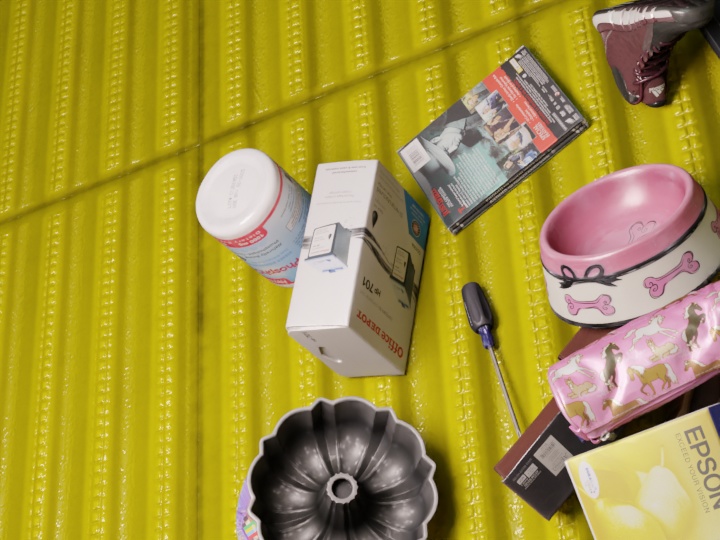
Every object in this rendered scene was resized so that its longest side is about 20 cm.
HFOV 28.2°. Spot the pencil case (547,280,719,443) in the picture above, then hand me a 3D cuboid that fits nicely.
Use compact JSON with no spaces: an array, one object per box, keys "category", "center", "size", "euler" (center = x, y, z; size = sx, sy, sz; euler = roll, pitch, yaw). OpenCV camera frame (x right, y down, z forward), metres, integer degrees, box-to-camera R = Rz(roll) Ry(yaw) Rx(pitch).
[{"category":"pencil case","center":[0.274,0.085,1.324],"size":[0.199,0.083,0.087],"euler":[-29,93,7]}]

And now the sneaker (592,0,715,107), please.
[{"category":"sneaker","center":[0.325,-0.232,1.533],"size":[0.075,0.117,0.200],"euler":[-17,12,-14]}]

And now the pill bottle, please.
[{"category":"pill bottle","center":[-0.094,-0.048,1.652],"size":[0.108,0.200,0.110],"euler":[-15,58,25]}]

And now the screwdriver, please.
[{"category":"screwdriver","center":[0.141,0.098,1.538],"size":[0.029,0.028,0.202],"euler":[-48,43,43]}]

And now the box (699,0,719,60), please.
[{"category":"box","center":[0.425,-0.296,1.533],"size":[0.140,0.079,0.201],"euler":[-31,53,12]}]

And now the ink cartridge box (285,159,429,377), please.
[{"category":"ink cartridge box","center":[0.000,0.000,1.602],"size":[0.085,0.146,0.202],"euler":[-4,64,28]}]

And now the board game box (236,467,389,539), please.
[{"category":"board game box","center":[-0.063,0.248,1.577],"size":[0.198,0.039,0.160],"euler":[4,68,33]}]

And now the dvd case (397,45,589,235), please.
[{"category":"dvd case","center":[0.151,-0.153,1.669],"size":[0.199,0.022,0.147],"euler":[-39,51,8]}]

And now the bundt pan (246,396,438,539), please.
[{"category":"bundt pan","center":[-0.019,0.239,1.496],"size":[0.199,0.076,0.204],"euler":[1,64,-1]}]

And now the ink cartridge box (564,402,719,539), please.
[{"category":"ink cartridge box","center":[0.312,0.231,1.297],"size":[0.198,0.047,0.200],"euler":[-25,79,22]}]

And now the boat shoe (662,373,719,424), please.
[{"category":"boat shoe","center":[0.336,0.122,1.380],"size":[0.070,0.070,0.202],"euler":[19,78,-1]}]

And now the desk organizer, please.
[{"category":"desk organizer","center":[0.213,0.139,1.425],"size":[0.201,0.072,0.077],"euler":[-50,22,-1]}]

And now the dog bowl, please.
[{"category":"dog bowl","center":[0.268,-0.032,1.437],"size":[0.198,0.074,0.201],"euler":[-24,25,12]}]
